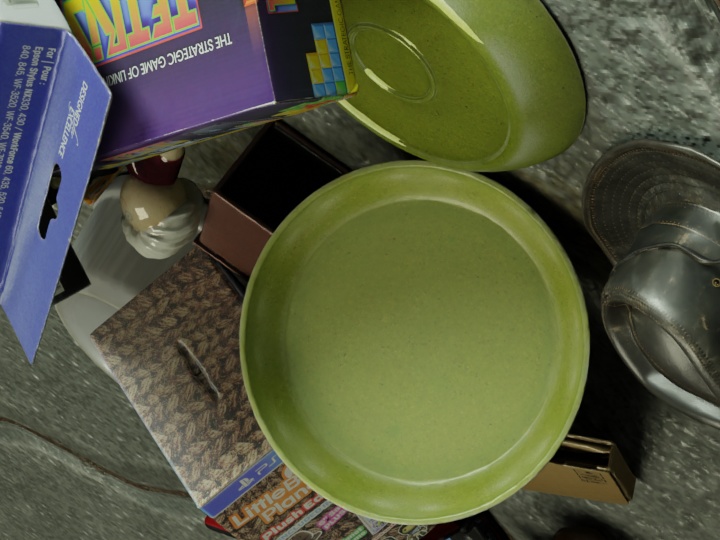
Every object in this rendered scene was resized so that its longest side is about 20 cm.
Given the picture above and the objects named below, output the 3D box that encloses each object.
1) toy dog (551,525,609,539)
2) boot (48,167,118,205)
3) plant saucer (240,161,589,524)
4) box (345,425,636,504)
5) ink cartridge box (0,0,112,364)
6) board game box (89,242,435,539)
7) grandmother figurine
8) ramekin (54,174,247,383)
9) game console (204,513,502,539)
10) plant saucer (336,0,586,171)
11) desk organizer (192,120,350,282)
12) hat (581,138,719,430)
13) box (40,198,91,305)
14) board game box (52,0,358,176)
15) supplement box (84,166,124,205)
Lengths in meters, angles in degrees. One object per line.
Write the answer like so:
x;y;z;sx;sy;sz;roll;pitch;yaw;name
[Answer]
0.150;0.275;1.445;0.193;0.140;0.200;8;147;20;toy dog
-0.190;-0.122;1.187;0.155;0.073;0.203;65;165;-4;boot
0.031;0.040;1.117;0.199;0.201;0.031;32;-173;12;plant saucer
0.083;0.114;1.231;0.162;0.021;0.200;8;170;13;box
-0.203;-0.086;1.023;0.201;0.047;0.198;60;143;33;ink cartridge box
-0.061;0.106;1.297;0.160;0.097;0.200;52;-179;37;board game box
-0.131;-0.097;1.168;0.122;0.060;0.201;-112;13;-55;grandmother figurine
-0.133;0.033;1.448;0.202;0.094;0.203;31;157;15;ramekin
0.007;0.226;1.578;0.199;0.119;0.173;11;146;47;game console
0.023;-0.116;1.023;0.199;0.031;0.200;31;156;15;plant saucer
0.000;0.000;1.225;0.199;0.072;0.077;35;155;5;desk organizer
0.182;0.029;1.000;0.200;0.081;0.201;30;155;15;hat
-0.237;-0.076;1.214;0.201;0.040;0.137;65;163;-13;box
-0.099;-0.144;0.961;0.199;0.056;0.167;-12;88;48;board game box
-0.234;-0.130;1.312;0.200;0.067;0.069;40;169;-3;supplement box
